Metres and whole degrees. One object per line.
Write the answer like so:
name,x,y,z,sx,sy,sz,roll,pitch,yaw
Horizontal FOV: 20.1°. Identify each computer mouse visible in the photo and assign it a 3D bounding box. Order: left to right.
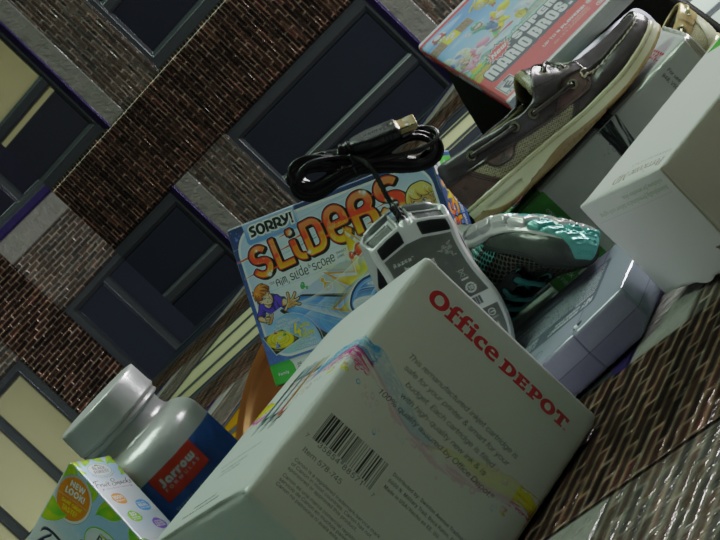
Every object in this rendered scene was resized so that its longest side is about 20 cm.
computer mouse,0.037,-0.006,1.381,0.109,0.200,0.044,-23,-17,-10

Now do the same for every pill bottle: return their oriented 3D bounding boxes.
pill bottle,-0.141,0.173,1.634,0.112,0.200,0.112,-46,6,7

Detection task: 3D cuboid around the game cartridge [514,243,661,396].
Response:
game cartridge,0.124,0.059,1.349,0.200,0.040,0.133,-43,4,32

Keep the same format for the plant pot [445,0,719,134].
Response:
plant pot,0.188,-0.195,1.877,0.200,0.177,0.200,-48,7,-7

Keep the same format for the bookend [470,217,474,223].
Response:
bookend,0.063,-0.034,1.759,0.200,0.092,0.199,-21,1,-18

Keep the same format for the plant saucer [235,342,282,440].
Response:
plant saucer,-0.060,0.119,1.735,0.200,0.037,0.201,-44,39,50

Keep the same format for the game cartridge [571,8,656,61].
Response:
game cartridge,0.169,-0.138,1.671,0.200,0.041,0.133,-42,-1,-41

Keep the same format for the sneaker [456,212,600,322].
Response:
sneaker,0.096,0.011,1.423,0.200,0.077,0.092,-10,77,56

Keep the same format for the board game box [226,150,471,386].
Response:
board game box,0.000,0.000,1.614,0.200,0.136,0.034,-20,-4,30

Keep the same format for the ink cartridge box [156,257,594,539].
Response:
ink cartridge box,0.009,0.124,1.191,0.200,0.145,0.145,-50,7,-33

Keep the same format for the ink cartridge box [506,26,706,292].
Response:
ink cartridge box,0.196,-0.083,1.534,0.200,0.083,0.147,-47,6,8

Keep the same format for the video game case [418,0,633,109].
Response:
video game case,0.139,-0.212,1.723,0.143,0.017,0.200,-45,28,-1

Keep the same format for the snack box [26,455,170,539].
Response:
snack box,-0.210,0.266,1.570,0.053,0.142,0.200,-5,-48,-55

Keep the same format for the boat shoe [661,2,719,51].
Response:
boat shoe,0.238,-0.142,1.723,0.201,0.063,0.073,-49,6,-18

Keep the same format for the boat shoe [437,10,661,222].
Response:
boat shoe,0.137,-0.121,1.479,0.200,0.065,0.072,-47,6,-5

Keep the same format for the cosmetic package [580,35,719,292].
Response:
cosmetic package,0.242,-0.089,1.267,0.200,0.085,0.108,-48,9,-25
